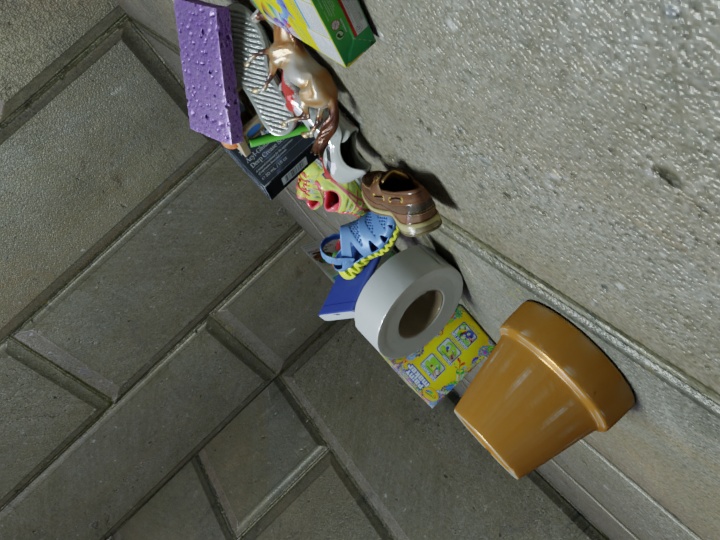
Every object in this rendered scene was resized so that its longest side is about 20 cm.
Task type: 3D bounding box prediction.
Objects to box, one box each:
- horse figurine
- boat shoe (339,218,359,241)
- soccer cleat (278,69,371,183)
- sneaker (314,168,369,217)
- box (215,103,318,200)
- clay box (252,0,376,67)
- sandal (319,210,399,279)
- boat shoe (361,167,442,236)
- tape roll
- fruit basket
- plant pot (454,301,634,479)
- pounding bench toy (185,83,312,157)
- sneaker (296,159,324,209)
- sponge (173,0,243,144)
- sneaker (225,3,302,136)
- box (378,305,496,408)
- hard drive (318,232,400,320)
[{"bbox_3d":[-0.088,-0.257,0.866,0.201,0.050,0.132,52,137,-6],"label":"horse figurine"},{"bbox_3d":[0.019,-0.087,1.361,0.072,0.065,0.199,40,160,-20],"label":"boat shoe"},{"bbox_3d":[-0.049,-0.222,0.947,0.085,0.069,0.201,-3,123,41],"label":"soccer cleat"},{"bbox_3d":[-0.025,-0.133,1.144,0.078,0.090,0.200,41,173,37],"label":"sneaker"},{"bbox_3d":[-0.198,-0.273,1.284,0.200,0.148,0.107,46,174,6],"label":"box"},{"bbox_3d":[-0.075,-0.296,0.650,0.200,0.048,0.115,45,175,38],"label":"clay box"},{"bbox_3d":[-0.003,-0.058,1.127,0.086,0.200,0.080,22,-138,-29],"label":"sandal"},{"bbox_3d":[0.052,-0.114,0.903,0.200,0.071,0.068,-133,23,-59],"label":"boat shoe"},{"bbox_3d":[0.087,0.057,1.128,0.071,0.202,0.203,43,174,36],"label":"tape roll"},{"bbox_3d":[-0.016,-0.042,1.493,0.200,0.184,0.094,48,147,39],"label":"fruit basket"},{"bbox_3d":[0.237,0.178,0.882,0.200,0.183,0.200,46,175,5],"label":"plant pot"},{"bbox_3d":[-0.179,-0.269,1.101,0.200,0.156,0.124,46,175,3],"label":"pounding bench toy"},{"bbox_3d":[-0.112,-0.201,1.438,0.078,0.090,0.200,46,173,32],"label":"sneaker"},{"bbox_3d":[-0.231,-0.302,0.968,0.111,0.030,0.202,26,129,37],"label":"sponge"},{"bbox_3d":[-0.149,-0.308,0.980,0.202,0.078,0.079,67,-157,-14],"label":"sneaker"},{"bbox_3d":[0.165,0.176,1.418,0.122,0.192,0.200,47,174,-8],"label":"box"},{"bbox_3d":[0.000,0.000,1.211,0.025,0.201,0.131,36,156,-23],"label":"hard drive"}]
